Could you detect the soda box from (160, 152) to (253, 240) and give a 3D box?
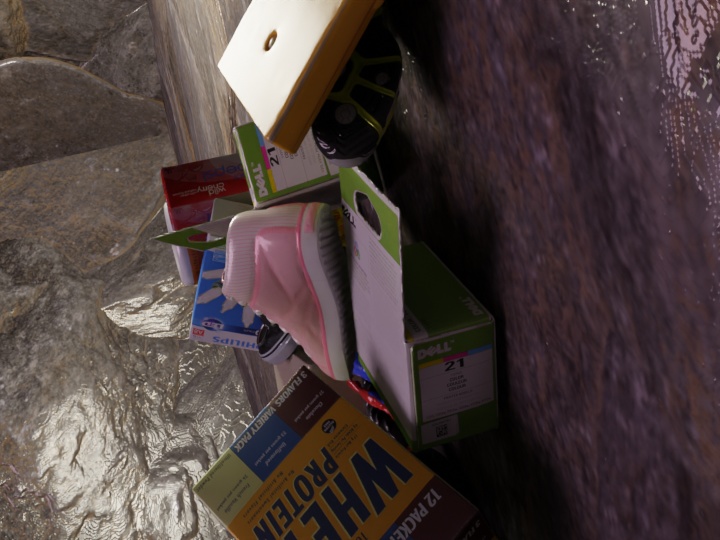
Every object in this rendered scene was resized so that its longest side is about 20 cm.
[{"bbox_3d":[-0.131,-0.096,1.112,0.071,0.196,0.064,94,159,-55],"label":"soda box"}]

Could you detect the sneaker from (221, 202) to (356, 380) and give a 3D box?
[{"bbox_3d":[-0.062,0.020,0.834,0.202,0.103,0.076,75,-161,-45],"label":"sneaker"}]

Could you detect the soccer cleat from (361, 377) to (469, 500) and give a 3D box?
[{"bbox_3d":[0.050,0.174,0.944,0.074,0.067,0.202,88,160,-56],"label":"soccer cleat"}]

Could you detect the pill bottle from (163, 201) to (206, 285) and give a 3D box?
[{"bbox_3d":[-0.148,-0.058,1.227,0.112,0.197,0.114,166,90,-77],"label":"pill bottle"}]

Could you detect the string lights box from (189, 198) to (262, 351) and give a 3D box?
[{"bbox_3d":[-0.141,0.010,1.123,0.201,0.101,0.060,111,165,-48],"label":"string lights box"}]

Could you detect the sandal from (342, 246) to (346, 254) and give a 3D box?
[{"bbox_3d":[0.000,0.000,0.926,0.080,0.054,0.201,32,164,42],"label":"sandal"}]

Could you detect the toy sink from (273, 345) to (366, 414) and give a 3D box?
[{"bbox_3d":[-0.026,0.144,1.119,0.200,0.110,0.133,-166,66,-71],"label":"toy sink"}]

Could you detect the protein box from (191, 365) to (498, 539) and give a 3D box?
[{"bbox_3d":[0.007,0.221,0.758,0.199,0.135,0.199,34,164,38],"label":"protein box"}]

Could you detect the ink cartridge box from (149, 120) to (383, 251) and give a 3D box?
[{"bbox_3d":[-0.088,-0.084,0.871,0.148,0.197,0.077,14,-121,-81],"label":"ink cartridge box"}]

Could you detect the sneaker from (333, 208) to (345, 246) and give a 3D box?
[{"bbox_3d":[-0.027,-0.065,1.044,0.077,0.072,0.203,18,128,48],"label":"sneaker"}]

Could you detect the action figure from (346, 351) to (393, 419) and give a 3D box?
[{"bbox_3d":[0.012,0.089,0.919,0.199,0.065,0.052,40,165,19],"label":"action figure"}]

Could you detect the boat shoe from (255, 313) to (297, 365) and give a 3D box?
[{"bbox_3d":[-0.086,0.028,1.045,0.073,0.070,0.201,-90,22,-44],"label":"boat shoe"}]

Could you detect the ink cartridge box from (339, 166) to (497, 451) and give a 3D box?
[{"bbox_3d":[0.044,0.014,0.746,0.148,0.074,0.203,-127,28,-59],"label":"ink cartridge box"}]

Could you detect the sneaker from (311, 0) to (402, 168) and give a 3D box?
[{"bbox_3d":[0.000,-0.160,0.750,0.077,0.074,0.203,78,-167,-58],"label":"sneaker"}]

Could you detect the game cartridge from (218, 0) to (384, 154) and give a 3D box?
[{"bbox_3d":[-0.032,-0.208,0.710,0.201,0.032,0.177,-56,32,14],"label":"game cartridge"}]
